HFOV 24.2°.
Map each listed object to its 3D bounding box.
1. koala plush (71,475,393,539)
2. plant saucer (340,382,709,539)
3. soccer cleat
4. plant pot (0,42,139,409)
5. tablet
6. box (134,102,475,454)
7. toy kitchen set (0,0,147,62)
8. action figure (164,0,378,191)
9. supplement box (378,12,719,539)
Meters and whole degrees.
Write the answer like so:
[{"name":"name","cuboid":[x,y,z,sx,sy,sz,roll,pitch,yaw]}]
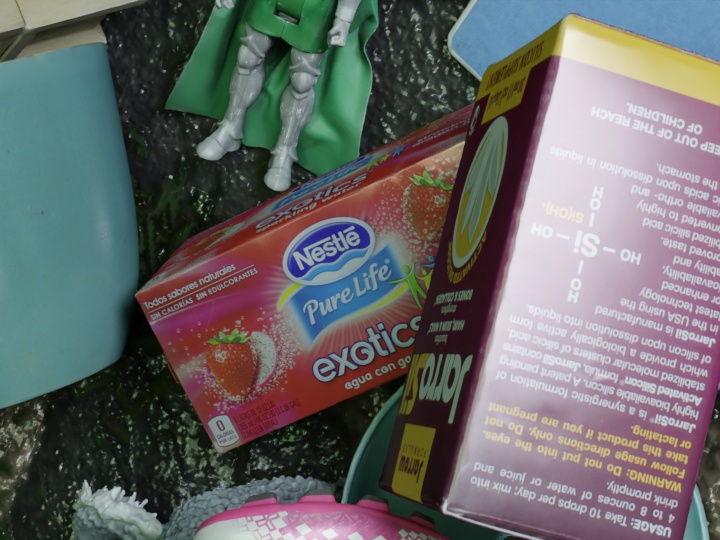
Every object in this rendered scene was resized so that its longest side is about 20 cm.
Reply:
[{"name":"koala plush","cuboid":[-0.088,0.182,0.859,0.198,0.183,0.180,-6,71,40]},{"name":"plant saucer","cuboid":[0.077,0.137,0.828,0.197,0.036,0.203,5,75,-19]},{"name":"soccer cleat","cuboid":[0.021,0.154,0.738,0.198,0.070,0.087,14,56,-20]},{"name":"plant pot","cuboid":[-0.206,-0.012,0.877,0.198,0.201,0.163,-14,97,15]},{"name":"tablet","cuboid":[0.137,-0.144,0.827,0.130,0.014,0.201,44,124,11]},{"name":"box","cuboid":[0.000,0.000,0.849,0.198,0.100,0.096,-24,101,15]},{"name":"toy kitchen set","cuboid":[-0.211,-0.213,0.848,0.163,0.179,0.202,-28,84,57]},{"name":"action figure","cuboid":[-0.032,-0.139,0.855,0.117,0.055,0.202,22,123,5]},{"name":"supplement box","cuboid":[0.089,0.012,0.709,0.102,0.131,0.203,15,84,-10]}]
